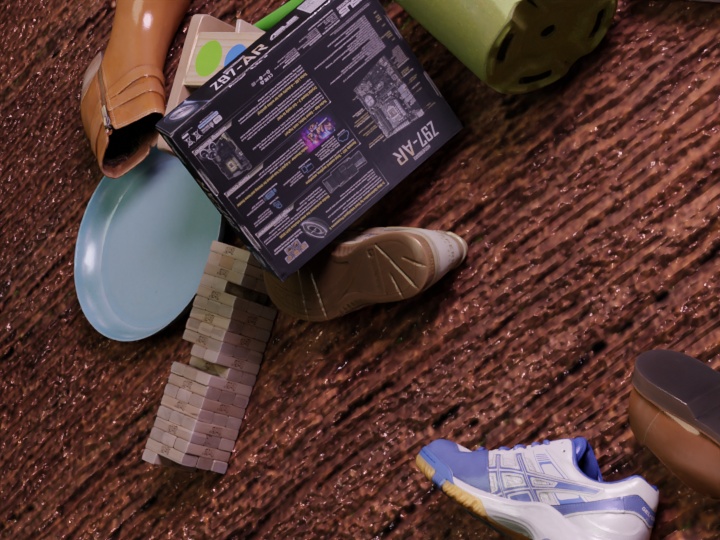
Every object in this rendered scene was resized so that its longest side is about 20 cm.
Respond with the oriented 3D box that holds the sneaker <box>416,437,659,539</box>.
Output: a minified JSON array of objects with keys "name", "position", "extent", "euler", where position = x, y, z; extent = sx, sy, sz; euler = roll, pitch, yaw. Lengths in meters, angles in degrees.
[{"name":"sneaker","position":[0.132,0.157,1.339],"extent":[0.200,0.075,0.088],"euler":[24,81,38]}]

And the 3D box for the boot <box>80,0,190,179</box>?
[{"name":"boot","position":[-0.207,-0.197,1.734],"extent":[0.200,0.077,0.155],"euler":[-50,32,24]}]

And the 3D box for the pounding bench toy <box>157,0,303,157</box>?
[{"name":"pounding bench toy","position":[-0.069,-0.179,1.592],"extent":[0.156,0.124,0.200],"euler":[9,81,44]}]

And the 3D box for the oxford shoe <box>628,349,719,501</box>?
[{"name":"oxford shoe","position":[0.259,0.132,1.239],"extent":[0.200,0.071,0.071],"euler":[40,132,42]}]

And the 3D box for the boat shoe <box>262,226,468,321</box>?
[{"name":"boat shoe","position":[0.000,0.000,1.520],"extent":[0.200,0.063,0.073],"euler":[-3,100,44]}]

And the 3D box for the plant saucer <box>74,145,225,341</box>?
[{"name":"plant saucer","position":[-0.193,-0.029,1.721],"extent":[0.200,0.027,0.201],"euler":[-16,65,39]}]

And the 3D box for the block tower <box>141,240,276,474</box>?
[{"name":"block tower","position":[-0.125,0.080,1.601],"extent":[0.058,0.054,0.200],"euler":[17,88,45]}]

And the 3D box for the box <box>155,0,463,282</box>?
[{"name":"box","position":[-0.039,-0.115,1.470],"extent":[0.200,0.160,0.044],"euler":[-41,27,-8]}]

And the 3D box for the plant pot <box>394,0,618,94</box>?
[{"name":"plant pot","position":[0.100,-0.244,1.430],"extent":[0.200,0.200,0.190],"euler":[-46,59,21]}]

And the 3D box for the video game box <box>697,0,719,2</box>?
[{"name":"video game box","position":[0.293,-0.295,1.359],"extent":[0.182,0.047,0.200],"euler":[13,84,42]}]
